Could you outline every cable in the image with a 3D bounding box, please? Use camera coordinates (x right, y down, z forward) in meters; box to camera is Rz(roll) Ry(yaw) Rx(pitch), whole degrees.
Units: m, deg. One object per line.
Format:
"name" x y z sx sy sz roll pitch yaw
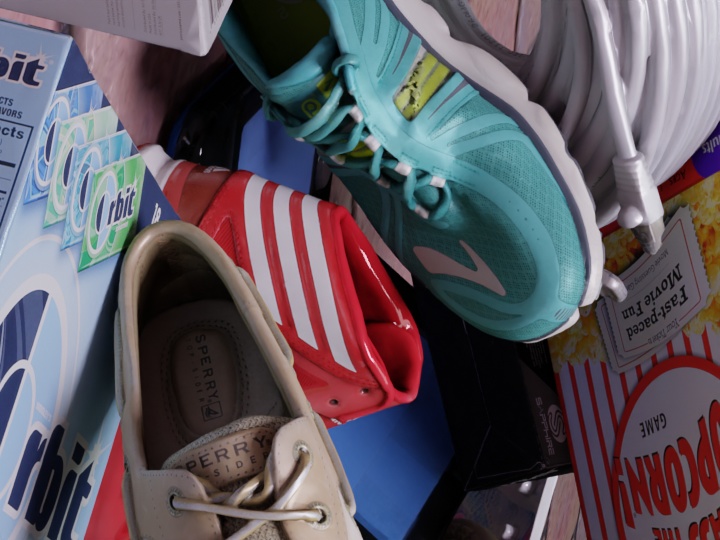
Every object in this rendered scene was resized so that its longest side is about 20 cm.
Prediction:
"cable" 0.046 -0.107 0.993 0.069 0.200 0.201 -26 125 -39

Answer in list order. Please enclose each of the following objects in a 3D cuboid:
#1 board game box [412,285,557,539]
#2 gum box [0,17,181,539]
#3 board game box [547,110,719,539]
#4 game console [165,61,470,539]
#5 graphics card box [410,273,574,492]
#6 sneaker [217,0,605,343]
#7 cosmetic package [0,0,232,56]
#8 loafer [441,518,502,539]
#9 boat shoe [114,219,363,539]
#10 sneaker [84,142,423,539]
"board game box" 0.028 0.085 1.274 0.200 0.026 0.201 -15 -127 58
"gum box" -0.113 0.048 0.798 0.170 0.044 0.201 66 40 -73
"board game box" 0.135 0.055 1.025 0.151 0.046 0.201 -34 -118 57
"game console" 0.000 0.000 1.096 0.200 0.118 0.171 -54 155 -63
"graphics card box" 0.108 0.017 1.169 0.200 0.051 0.126 -7 81 -49
"sneaker" 0.000 -0.053 0.937 0.078 0.200 0.080 -44 173 28
"cosmetic package" -0.049 -0.152 0.787 0.051 0.082 0.200 86 20 -48
"loafer" 0.016 0.195 1.133 0.200 0.068 0.076 -56 -149 17
"boat shoe" -0.035 0.070 0.790 0.065 0.072 0.200 75 -2 -48
"sneaker" -0.044 0.064 0.964 0.078 0.115 0.201 -49 149 -64
